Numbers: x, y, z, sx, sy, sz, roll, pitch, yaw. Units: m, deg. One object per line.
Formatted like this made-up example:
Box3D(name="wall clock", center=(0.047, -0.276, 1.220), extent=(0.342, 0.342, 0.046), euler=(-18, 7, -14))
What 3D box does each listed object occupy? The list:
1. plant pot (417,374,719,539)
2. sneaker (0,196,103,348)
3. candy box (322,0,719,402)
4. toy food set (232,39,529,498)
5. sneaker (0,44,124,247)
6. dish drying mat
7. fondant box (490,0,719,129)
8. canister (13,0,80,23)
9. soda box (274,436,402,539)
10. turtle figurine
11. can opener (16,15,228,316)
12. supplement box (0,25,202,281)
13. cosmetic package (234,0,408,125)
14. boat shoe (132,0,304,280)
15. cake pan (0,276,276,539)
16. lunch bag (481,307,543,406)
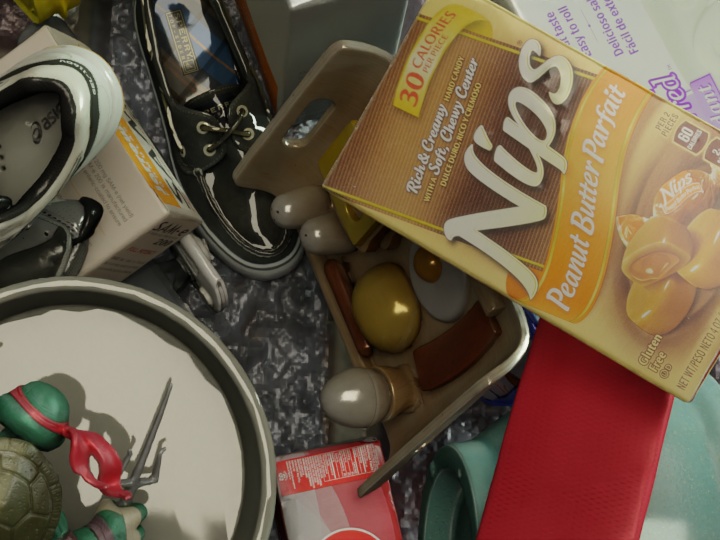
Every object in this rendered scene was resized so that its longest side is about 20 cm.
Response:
Box3D(name="plant pot", center=(0.106, 0.148, 1.046), extent=(0.134, 0.200, 0.201), euler=(1, 76, -14))
Box3D(name="sneaker", center=(-0.191, -0.049, 1.047), extent=(0.115, 0.075, 0.200), euler=(-6, 96, 5))
Box3D(name="candy box", center=(0.097, -0.038, 0.953), extent=(0.200, 0.055, 0.116), euler=(31, 96, 9))
Box3D(name="toy food set", center=(0.000, 0.000, 1.057), extent=(0.060, 0.144, 0.200), euler=(-10, 67, -34))
Box3D(name="sneaker", center=(-0.198, -0.030, 0.970), extent=(0.076, 0.088, 0.200), euler=(40, 98, -4))
Box3D(name="dish drying mat", center=(0.099, 0.107, 0.965), extent=(0.077, 0.018, 0.200), euler=(10, 68, 19))
Box3D(name="fondant box", center=(0.177, -0.113, 1.034), extent=(0.200, 0.058, 0.144), euler=(-25, 86, -16))
Box3D(name="canister", center=(-0.139, -0.246, 1.176), extent=(0.200, 0.087, 0.149), euler=(-33, 49, -13))
Box3D(name="soda box", center=(0.000, 0.196, 1.104), extent=(0.063, 0.070, 0.200), euler=(-11, 77, -7))
Box3D(name="turtle figurine", center=(-0.181, 0.112, 0.937), extent=(0.150, 0.101, 0.200), euler=(34, 91, -4))
Box3D(name="can opener", center=(-0.145, -0.049, 1.162), extent=(0.067, 0.053, 0.200), euler=(-34, 80, -16))
Box3D(name="supplement box", center=(-0.205, -0.022, 1.116), extent=(0.200, 0.074, 0.126), euler=(-34, 81, 7))
Box3D(name="cosmetic package", center=(-0.026, -0.161, 1.123), extent=(0.071, 0.200, 0.102), euler=(-18, 77, -8))
Box3D(name="boat shoe", center=(-0.086, -0.090, 1.175), extent=(0.069, 0.057, 0.200), euler=(-21, 78, -9))
Box3D(name="cake pan", center=(-0.142, 0.103, 1.004), extent=(0.200, 0.037, 0.201), euler=(0, 88, -5))
Box3D(name="lunch bag", center=(0.096, -0.033, 1.115), extent=(0.124, 0.170, 0.200), euler=(6, 78, -7))
